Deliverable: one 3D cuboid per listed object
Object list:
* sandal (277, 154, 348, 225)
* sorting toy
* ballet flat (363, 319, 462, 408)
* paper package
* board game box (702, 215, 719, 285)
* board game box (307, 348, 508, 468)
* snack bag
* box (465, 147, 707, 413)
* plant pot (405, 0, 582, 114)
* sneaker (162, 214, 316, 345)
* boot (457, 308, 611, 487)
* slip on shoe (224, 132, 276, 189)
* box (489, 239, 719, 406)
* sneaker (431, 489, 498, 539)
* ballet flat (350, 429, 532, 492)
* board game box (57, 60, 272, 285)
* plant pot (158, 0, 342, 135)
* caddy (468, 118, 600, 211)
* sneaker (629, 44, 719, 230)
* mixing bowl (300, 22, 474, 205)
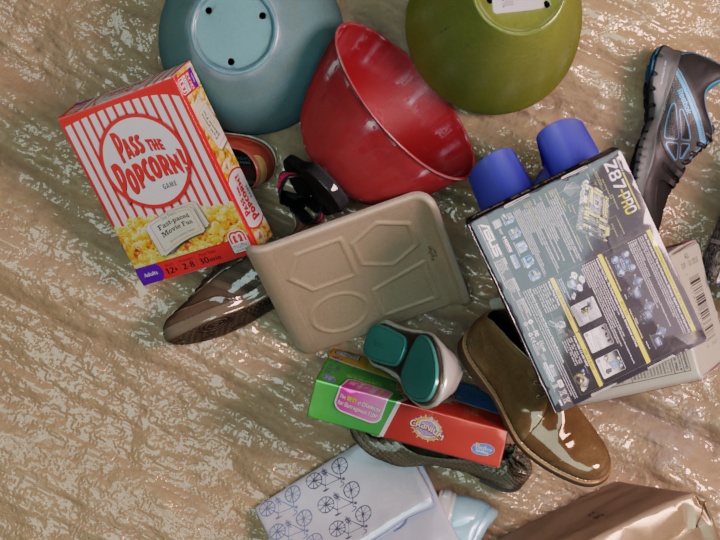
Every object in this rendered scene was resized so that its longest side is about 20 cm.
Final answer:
[{"bbox_3d":[-0.056,-0.077,1.670,0.045,0.200,0.075,-44,97,-4],"label":"sandal"},{"bbox_3d":[0.000,0.000,1.703,0.198,0.186,0.037,-16,50,7],"label":"sorting toy"},{"bbox_3d":[0.066,0.095,1.670,0.069,0.200,0.070,-4,103,-20],"label":"ballet flat"},{"bbox_3d":[0.238,0.296,1.649,0.189,0.200,0.104,-22,92,-14],"label":"paper package"},{"bbox_3d":[0.458,-0.055,1.676,0.158,0.097,0.202,22,94,-3],"label":"board game box"},{"bbox_3d":[0.053,0.139,1.697,0.198,0.153,0.041,15,101,3],"label":"board game box"},{"bbox_3d":[0.003,0.285,1.730,0.188,0.021,0.201,-30,60,6],"label":"snack bag"},{"bbox_3d":[0.210,0.009,1.545,0.160,0.049,0.201,-26,95,3],"label":"box"},{"bbox_3d":[0.143,-0.260,1.634,0.185,0.200,0.189,0,89,-2],"label":"plant pot"},{"bbox_3d":[-0.126,0.011,1.759,0.199,0.070,0.076,-25,72,2],"label":"sneaker"},{"bbox_3d":[0.176,0.123,1.603,0.073,0.076,0.200,-33,76,-34],"label":"boot"},{"bbox_3d":[-0.189,-0.115,1.744,0.198,0.061,0.075,4,110,4],"label":"slip on shoe"},{"bbox_3d":[0.251,0.059,1.667,0.198,0.109,0.129,-15,93,29],"label":"box"},{"bbox_3d":[0.101,0.338,1.744,0.081,0.074,0.202,11,94,9],"label":"sneaker"},{"bbox_3d":[0.087,0.183,1.733,0.198,0.068,0.047,18,137,-4],"label":"ballet flat"},{"bbox_3d":[-0.200,-0.097,1.696,0.150,0.046,0.201,-16,110,28],"label":"board game box"},{"bbox_3d":[-0.120,-0.242,1.701,0.198,0.135,0.202,0,93,4],"label":"plant pot"},{"bbox_3d":[0.189,-0.066,1.661,0.140,0.200,0.106,-26,74,4],"label":"caddy"},{"bbox_3d":[0.323,-0.128,1.703,0.081,0.073,0.202,11,94,3],"label":"sneaker"},{"bbox_3d":[0.012,-0.140,1.683,0.108,0.200,0.200,-41,90,26],"label":"mixing bowl"}]
